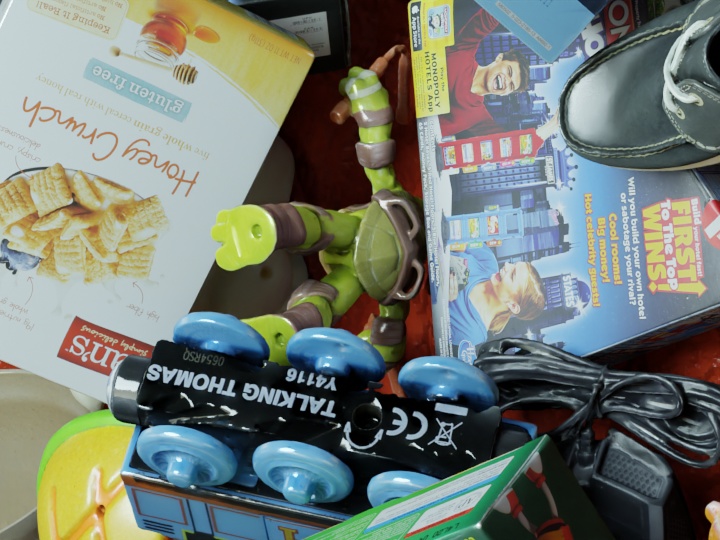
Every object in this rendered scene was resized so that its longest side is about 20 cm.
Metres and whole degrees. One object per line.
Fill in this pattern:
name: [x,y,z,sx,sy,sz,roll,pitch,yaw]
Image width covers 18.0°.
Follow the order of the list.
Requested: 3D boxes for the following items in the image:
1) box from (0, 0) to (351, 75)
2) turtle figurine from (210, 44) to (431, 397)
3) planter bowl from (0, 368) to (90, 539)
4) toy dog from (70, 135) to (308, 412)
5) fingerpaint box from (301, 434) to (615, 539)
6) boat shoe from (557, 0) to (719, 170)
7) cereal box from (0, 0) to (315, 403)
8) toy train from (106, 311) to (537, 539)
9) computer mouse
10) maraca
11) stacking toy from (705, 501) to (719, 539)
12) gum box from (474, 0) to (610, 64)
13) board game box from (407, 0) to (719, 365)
box: [-0.114,-0.176,1.156,0.086,0.198,0.165,84,177,-67]
turtle figurine: [0.000,0.000,1.113,0.064,0.161,0.202,13,113,33]
planter bowl: [-0.233,0.170,1.350,0.199,0.200,0.136,16,131,43]
toy dog: [-0.128,-0.018,1.202,0.140,0.199,0.195,45,123,32]
fingerpaint box: [0.034,0.183,0.941,0.199,0.073,0.167,-26,101,38]
boat shoe: [0.150,-0.086,0.915,0.199,0.067,0.072,-13,77,46]
cereal box: [-0.128,-0.047,1.081,0.201,0.143,0.040,-64,17,10]
toy train: [-0.016,0.083,1.024,0.198,0.115,0.087,10,59,11]
computer mouse: [0.121,0.127,1.053,0.138,0.053,0.202,11,113,29]
maraca: [-0.075,0.139,1.132,0.199,0.107,0.138,19,126,19]
stacking toy: [0.200,0.051,0.930,0.116,0.110,0.201,33,117,13]
gum box: [0.019,-0.189,1.004,0.045,0.170,0.200,-46,23,14]
board game box: [0.119,-0.039,1.049,0.199,0.061,0.202,-4,90,45]
